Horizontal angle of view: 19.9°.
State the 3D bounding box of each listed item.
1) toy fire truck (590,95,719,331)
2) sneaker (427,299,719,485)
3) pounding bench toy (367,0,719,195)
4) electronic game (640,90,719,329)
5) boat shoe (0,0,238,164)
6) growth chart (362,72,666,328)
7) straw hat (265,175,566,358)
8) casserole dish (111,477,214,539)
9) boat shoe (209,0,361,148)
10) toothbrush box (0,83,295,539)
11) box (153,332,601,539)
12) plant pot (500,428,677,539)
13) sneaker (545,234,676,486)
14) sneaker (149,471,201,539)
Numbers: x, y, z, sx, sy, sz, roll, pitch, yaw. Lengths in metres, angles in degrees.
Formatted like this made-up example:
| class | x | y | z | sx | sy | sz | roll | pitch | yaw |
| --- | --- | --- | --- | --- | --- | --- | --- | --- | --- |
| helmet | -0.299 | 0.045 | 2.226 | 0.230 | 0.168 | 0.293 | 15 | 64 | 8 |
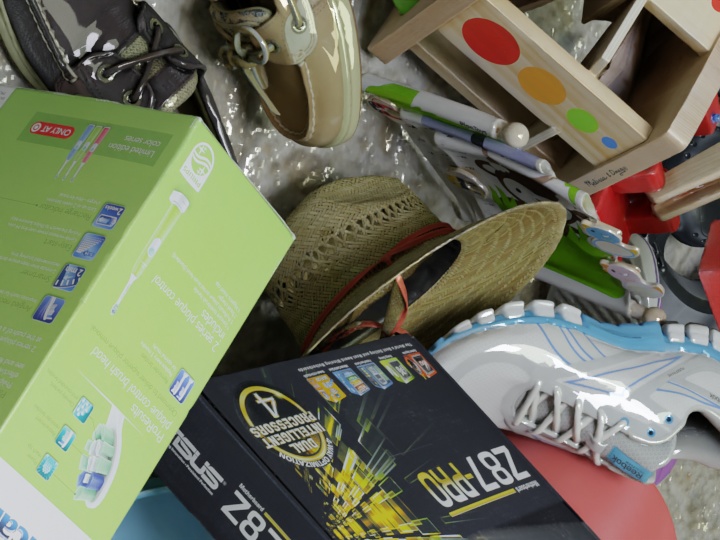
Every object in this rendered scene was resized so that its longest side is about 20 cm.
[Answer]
| class | x | y | z | sx | sy | sz | roll | pitch | yaw |
| --- | --- | --- | --- | --- | --- | --- | --- | --- | --- |
| toy fire truck | 0.186 | -0.053 | 1.158 | 0.049 | 0.141 | 0.200 | 62 | 40 | -37 |
| sneaker | 0.124 | 0.071 | 1.086 | 0.200 | 0.087 | 0.075 | 3 | 138 | -23 |
| pounding bench toy | 0.087 | -0.131 | 1.101 | 0.156 | 0.200 | 0.124 | 38 | 63 | -13 |
| electronic game | 0.220 | -0.055 | 1.325 | 0.200 | 0.042 | 0.201 | -6 | 99 | -42 |
| boat shoe | -0.100 | -0.084 | 0.927 | 0.073 | 0.065 | 0.200 | -51 | 132 | -27 |
| growth chart | 0.082 | -0.037 | 1.094 | 0.018 | 0.145 | 0.200 | -56 | 138 | -14 |
| straw hat | 0.000 | 0.000 | 1.038 | 0.201 | 0.085 | 0.201 | -34 | 162 | -13 |
| casserole dish | -0.128 | 0.157 | 0.911 | 0.200 | 0.039 | 0.121 | -19 | 113 | -8 |
| boat shoe | -0.057 | -0.145 | 0.966 | 0.063 | 0.073 | 0.200 | -31 | 110 | -33 |
| toothbrush box | -0.144 | 0.030 | 0.841 | 0.200 | 0.145 | 0.086 | -59 | 137 | -23 |
| box | 0.015 | 0.108 | 0.917 | 0.049 | 0.161 | 0.200 | -49 | 160 | 23 |
| plant pot | 0.074 | 0.180 | 1.110 | 0.177 | 0.200 | 0.201 | -41 | 128 | -47 |
| sneaker | 0.165 | 0.058 | 1.274 | 0.114 | 0.073 | 0.201 | -23 | 126 | -48 |
| sneaker | -0.084 | 0.139 | 1.003 | 0.115 | 0.075 | 0.200 | -14 | 119 | -52 |
